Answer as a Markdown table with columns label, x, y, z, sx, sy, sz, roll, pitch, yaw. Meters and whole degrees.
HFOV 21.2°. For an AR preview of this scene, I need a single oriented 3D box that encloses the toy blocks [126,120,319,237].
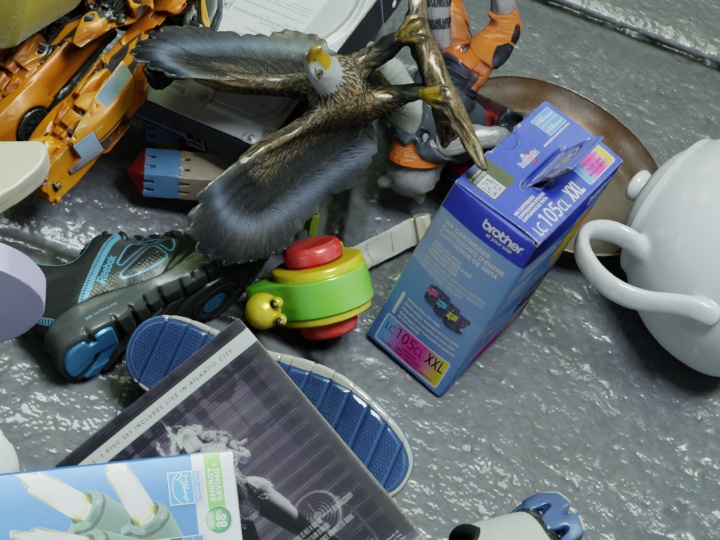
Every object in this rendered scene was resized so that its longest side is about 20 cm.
| label | x | y | z | sx | sy | sz | roll | pitch | yaw |
| --- | --- | --- | --- | --- | --- | --- | --- | --- | --- |
| toy blocks | -0.099 | -0.109 | 1.410 | 0.136 | 0.100 | 0.201 | 4 | 53 | -6 |

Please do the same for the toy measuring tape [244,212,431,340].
| label | x | y | z | sx | sy | sz | roll | pitch | yaw |
| --- | --- | --- | --- | --- | --- | --- | --- | --- | --- |
| toy measuring tape | 0.000 | 0.000 | 1.357 | 0.200 | 0.074 | 0.074 | -24 | 63 | -40 |

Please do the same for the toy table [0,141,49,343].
| label | x | y | z | sx | sy | sz | roll | pitch | yaw |
| --- | --- | --- | --- | --- | --- | --- | --- | --- | --- |
| toy table | -0.290 | -0.028 | 1.173 | 0.199 | 0.184 | 0.118 | 6 | 57 | -12 |

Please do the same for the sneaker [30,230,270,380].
| label | x | y | z | sx | sy | sz | roll | pitch | yaw |
| --- | --- | --- | --- | --- | --- | --- | --- | --- | --- |
| sneaker | -0.140 | -0.002 | 1.289 | 0.200 | 0.073 | 0.082 | -24 | 61 | -42 |

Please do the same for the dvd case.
| label | x | y | z | sx | sy | sz | roll | pitch | yaw |
| --- | --- | --- | --- | --- | --- | --- | --- | --- | --- |
| dvd case | -0.071 | 0.147 | 1.165 | 0.149 | 0.016 | 0.200 | -39 | 70 | -8 |

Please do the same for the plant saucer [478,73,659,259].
| label | x | y | z | sx | sy | sz | roll | pitch | yaw |
| --- | --- | --- | --- | --- | --- | --- | --- | --- | --- |
| plant saucer | 0.152 | -0.078 | 1.541 | 0.199 | 0.032 | 0.201 | 14 | 45 | -14 |

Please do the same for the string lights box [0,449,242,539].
| label | x | y | z | sx | sy | sz | roll | pitch | yaw |
| --- | --- | --- | --- | --- | --- | --- | --- | --- | --- |
| string lights box | -0.168 | 0.163 | 1.081 | 0.199 | 0.059 | 0.103 | -4 | 81 | -21 |

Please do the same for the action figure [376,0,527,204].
| label | x | y | z | sx | sy | sz | roll | pitch | yaw |
| --- | --- | --- | --- | --- | --- | --- | --- | --- | --- |
| action figure | 0.050 | -0.149 | 1.447 | 0.104 | 0.195 | 0.200 | 11 | 5 | -41 |

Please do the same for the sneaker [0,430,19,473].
| label | x | y | z | sx | sy | sz | roll | pitch | yaw |
| --- | --- | --- | --- | --- | --- | --- | --- | --- | --- |
| sneaker | -0.301 | 0.093 | 1.116 | 0.199 | 0.078 | 0.099 | 31 | 46 | 5 |

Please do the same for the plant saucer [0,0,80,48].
| label | x | y | z | sx | sy | sz | roll | pitch | yaw |
| --- | --- | --- | --- | --- | --- | --- | --- | --- | --- |
| plant saucer | -0.274 | -0.176 | 1.250 | 0.199 | 0.049 | 0.200 | -3 | 18 | 10 |

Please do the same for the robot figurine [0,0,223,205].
| label | x | y | z | sx | sy | sz | roll | pitch | yaw |
| --- | --- | --- | --- | --- | --- | --- | --- | --- | --- |
| robot figurine | -0.186 | -0.147 | 1.323 | 0.145 | 0.058 | 0.200 | 27 | 73 | 31 |

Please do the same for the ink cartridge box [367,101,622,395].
| label | x | y | z | sx | sy | sz | roll | pitch | yaw |
| --- | --- | --- | --- | --- | --- | --- | --- | --- | --- |
| ink cartridge box | 0.099 | -0.026 | 1.338 | 0.076 | 0.200 | 0.136 | 37 | 44 | 10 |

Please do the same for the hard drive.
| label | x | y | z | sx | sy | sz | roll | pitch | yaw |
| --- | --- | --- | --- | --- | --- | --- | --- | --- | --- |
| hard drive | -0.073 | -0.170 | 1.384 | 0.139 | 0.038 | 0.200 | 24 | 61 | 21 |

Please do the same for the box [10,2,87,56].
| label | x | y | z | sx | sy | sz | roll | pitch | yaw |
| --- | --- | --- | --- | --- | --- | --- | --- | --- | --- |
| box | -0.255 | -0.210 | 1.432 | 0.100 | 0.075 | 0.200 | 34 | 41 | 9 |

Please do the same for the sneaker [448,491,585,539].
| label | x | y | z | sx | sy | sz | roll | pitch | yaw |
| --- | --- | --- | --- | --- | --- | --- | --- | --- | --- |
| sneaker | 0.104 | 0.229 | 1.195 | 0.115 | 0.081 | 0.200 | -5 | 45 | -25 |

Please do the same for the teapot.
| label | x | y | z | sx | sy | sz | roll | pitch | yaw |
| --- | --- | --- | --- | --- | --- | --- | --- | --- | --- |
| teapot | 0.260 | -0.026 | 1.441 | 0.146 | 0.200 | 0.198 | 35 | 83 | 20 |

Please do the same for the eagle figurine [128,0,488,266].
| label | x | y | z | sx | sy | sz | roll | pitch | yaw |
| --- | --- | --- | --- | --- | --- | --- | --- | --- | --- |
| eagle figurine | -0.037 | -0.110 | 1.270 | 0.199 | 0.151 | 0.152 | -21 | 39 | 2 |

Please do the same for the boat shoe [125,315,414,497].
| label | x | y | z | sx | sy | sz | roll | pitch | yaw |
| --- | --- | --- | --- | --- | --- | --- | --- | --- | --- |
| boat shoe | -0.052 | 0.085 | 1.240 | 0.199 | 0.072 | 0.072 | 29 | -1 | 10 |
